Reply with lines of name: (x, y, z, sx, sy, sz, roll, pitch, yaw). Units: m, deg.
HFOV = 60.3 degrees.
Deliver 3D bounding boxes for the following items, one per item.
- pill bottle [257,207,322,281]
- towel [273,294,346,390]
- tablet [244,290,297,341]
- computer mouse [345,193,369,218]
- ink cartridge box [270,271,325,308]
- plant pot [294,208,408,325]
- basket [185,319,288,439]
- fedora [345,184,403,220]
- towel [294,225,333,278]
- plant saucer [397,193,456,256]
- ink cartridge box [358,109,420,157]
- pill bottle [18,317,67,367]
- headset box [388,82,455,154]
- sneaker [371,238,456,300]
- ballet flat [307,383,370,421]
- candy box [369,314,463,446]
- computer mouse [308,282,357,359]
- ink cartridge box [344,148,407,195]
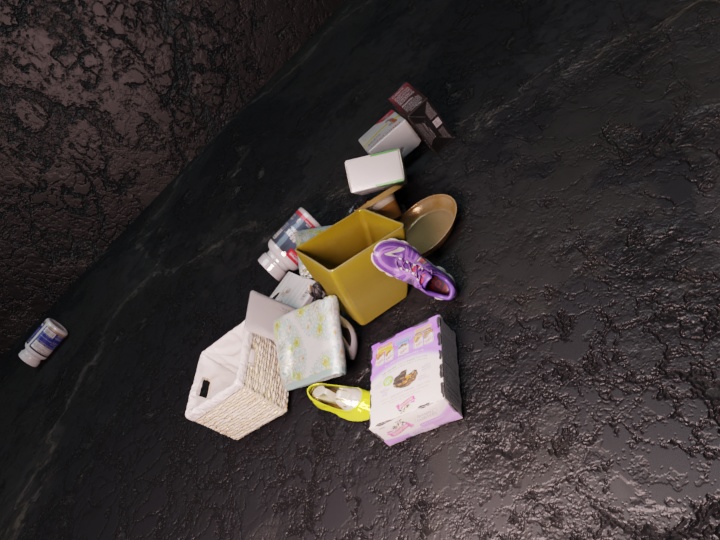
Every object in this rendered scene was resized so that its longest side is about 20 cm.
pill bottle: (-0.199, -0.072, 1.801, 0.200, 0.120, 0.119, -47, 32, -2)
towel: (-0.114, 0.165, 1.374, 0.198, 0.048, 0.175, -22, 71, 38)
tablet: (-0.182, 0.127, 1.497, 0.014, 0.197, 0.131, -53, 24, 35)
computer mouse: (0.030, -0.208, 1.771, 0.034, 0.059, 0.201, 37, 77, 17)
ink cartridge box: (-0.200, 0.107, 1.675, 0.201, 0.044, 0.172, -54, 32, -13)
plant pot: (0.000, 0.000, 1.408, 0.198, 0.179, 0.199, -32, 28, -18)
basket: (-0.284, 0.265, 1.471, 0.198, 0.160, 0.200, -33, 34, 26)
fedora: (0.046, -0.144, 1.596, 0.199, 0.083, 0.201, -32, 2, 1)
towel: (-0.083, -0.057, 1.628, 0.167, 0.049, 0.201, -6, 35, -6)
plant saucer: (0.157, -0.097, 1.498, 0.198, 0.035, 0.202, -31, 34, 24)
ink cartridge box: (0.083, -0.385, 1.832, 0.145, 0.084, 0.201, -40, 23, 8)
pill bottle: (-1.420, 0.324, 2.769, 0.201, 0.116, 0.115, -51, 32, -10)
headset box: (0.169, -0.437, 1.758, 0.075, 0.149, 0.201, -40, 33, 8)
sneaker: (0.116, -0.002, 1.283, 0.082, 0.197, 0.083, -63, 4, 6)
ballet flat: (-0.041, 0.268, 1.289, 0.198, 0.067, 0.068, -2, 53, 47)
candy box: (0.103, 0.208, 1.185, 0.166, 0.072, 0.202, -28, 36, 26)
computer mouse: (-0.055, 0.116, 1.423, 0.043, 0.110, 0.201, -30, 64, -13)
ink cartridge box: (0.047, -0.258, 1.639, 0.143, 0.086, 0.200, -12, 4, 8)
